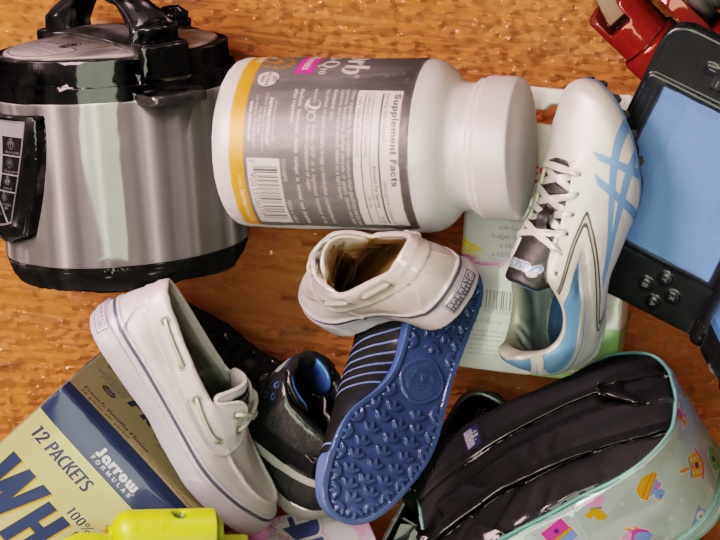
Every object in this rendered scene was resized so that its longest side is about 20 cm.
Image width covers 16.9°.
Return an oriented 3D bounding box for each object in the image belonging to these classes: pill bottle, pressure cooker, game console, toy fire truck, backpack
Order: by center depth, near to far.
[{"bbox_3d":[0.226,-0.027,1.544,0.171,0.118,0.200,27,119,6],"label":"game console"},{"bbox_3d":[0.146,0.152,1.604,0.200,0.176,0.153,-36,109,12],"label":"backpack"},{"bbox_3d":[0.011,-0.084,1.613,0.200,0.116,0.117,2,99,16],"label":"pill bottle"},{"bbox_3d":[0.224,-0.200,1.622,0.200,0.129,0.176,42,104,-8],"label":"toy fire truck"},{"bbox_3d":[-0.168,-0.097,1.673,0.176,0.179,0.200,1,104,16],"label":"pressure cooker"}]

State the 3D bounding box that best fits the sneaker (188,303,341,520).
[{"bbox_3d":[-0.069,0.071,1.699,0.200,0.073,0.112,46,144,16],"label":"sneaker"}]

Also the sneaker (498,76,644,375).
[{"bbox_3d":[0.133,-0.026,1.578,0.072,0.072,0.200,22,110,45],"label":"sneaker"}]

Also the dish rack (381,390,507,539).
[{"bbox_3d":[0.131,0.187,1.724,0.200,0.055,0.154,29,104,5],"label":"dish rack"}]

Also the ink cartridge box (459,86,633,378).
[{"bbox_3d":[0.132,-0.030,1.681,0.117,0.067,0.200,7,101,11],"label":"ink cartridge box"}]

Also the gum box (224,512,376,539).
[{"bbox_3d":[-0.026,0.272,1.702,0.113,0.066,0.200,-13,70,-22],"label":"gum box"}]

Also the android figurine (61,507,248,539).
[{"bbox_3d":[-0.139,0.234,1.603,0.200,0.041,0.182,2,117,-10],"label":"android figurine"}]

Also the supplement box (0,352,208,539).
[{"bbox_3d":[-0.209,0.170,1.711,0.200,0.200,0.134,-42,93,14],"label":"supplement box"}]

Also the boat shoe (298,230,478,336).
[{"bbox_3d":[0.000,0.000,1.608,0.070,0.200,0.071,35,77,-23],"label":"boat shoe"}]

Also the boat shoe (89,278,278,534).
[{"bbox_3d":[-0.102,0.093,1.630,0.067,0.074,0.200,-27,117,17],"label":"boat shoe"}]

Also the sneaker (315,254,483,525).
[{"bbox_3d":[0.019,0.081,1.640,0.070,0.078,0.200,32,74,-16],"label":"sneaker"}]
